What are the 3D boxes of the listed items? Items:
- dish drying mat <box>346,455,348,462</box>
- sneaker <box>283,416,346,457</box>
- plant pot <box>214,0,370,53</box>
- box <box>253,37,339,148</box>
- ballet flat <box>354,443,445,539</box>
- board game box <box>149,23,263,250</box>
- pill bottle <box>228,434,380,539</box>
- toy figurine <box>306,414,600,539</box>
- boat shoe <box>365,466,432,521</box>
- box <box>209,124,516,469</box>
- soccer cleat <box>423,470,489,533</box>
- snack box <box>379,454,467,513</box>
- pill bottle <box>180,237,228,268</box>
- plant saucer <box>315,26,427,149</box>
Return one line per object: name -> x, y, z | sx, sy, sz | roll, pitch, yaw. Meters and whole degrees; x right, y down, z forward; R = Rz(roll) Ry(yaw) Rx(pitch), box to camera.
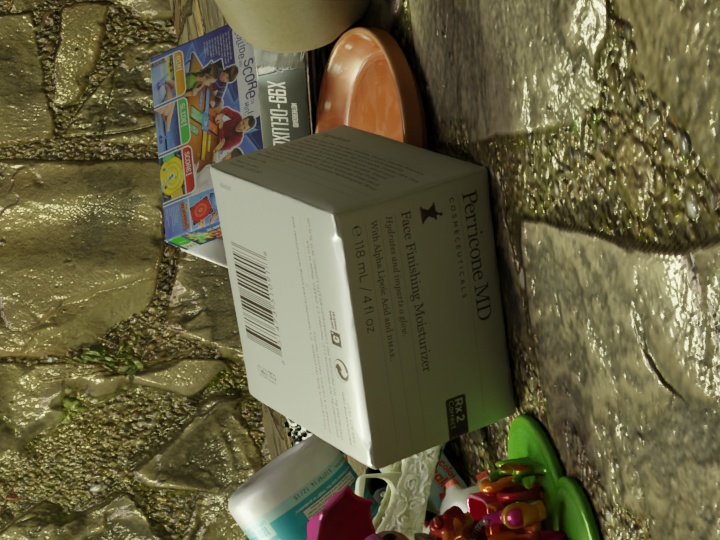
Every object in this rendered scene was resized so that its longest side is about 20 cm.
dish drying mat -> -0.038, 0.089, 1.637 | 0.077, 0.018, 0.200 | -130, 30, -78
sneaker -> -0.030, 0.086, 1.562 | 0.072, 0.072, 0.200 | 2, 98, 37
plant pot -> -0.066, -0.280, 1.377 | 0.184, 0.200, 0.201 | 70, -178, -60
box -> -0.056, -0.205, 1.563 | 0.200, 0.050, 0.158 | -81, -8, -47
ballet flat -> 0.033, 0.163, 1.388 | 0.072, 0.072, 0.200 | 119, 166, -76
board game box -> -0.134, -0.134, 1.652 | 0.034, 0.135, 0.200 | 24, -126, -54
pill bottle -> -0.019, 0.252, 1.507 | 0.200, 0.111, 0.111 | 54, 171, -1
toy figurine -> 0.052, 0.195, 1.185 | 0.200, 0.184, 0.150 | -167, 66, -79
boat shoe -> 0.035, 0.240, 1.727 | 0.200, 0.069, 0.057 | -129, 29, -76
box -> 0.000, 0.013, 1.283 | 0.200, 0.131, 0.199 | 23, 127, 56
soccer cleat -> 0.085, 0.233, 1.416 | 0.200, 0.069, 0.078 | 103, 151, -62
snack box -> 0.036, 0.165, 1.584 | 0.116, 0.037, 0.200 | 54, 171, -1
pill bottle -> -0.104, -0.098, 1.719 | 0.120, 0.120, 0.200 | -165, 96, -80
plant saucer -> 0.011, -0.101, 1.423 | 0.200, 0.032, 0.200 | 176, 90, -68
